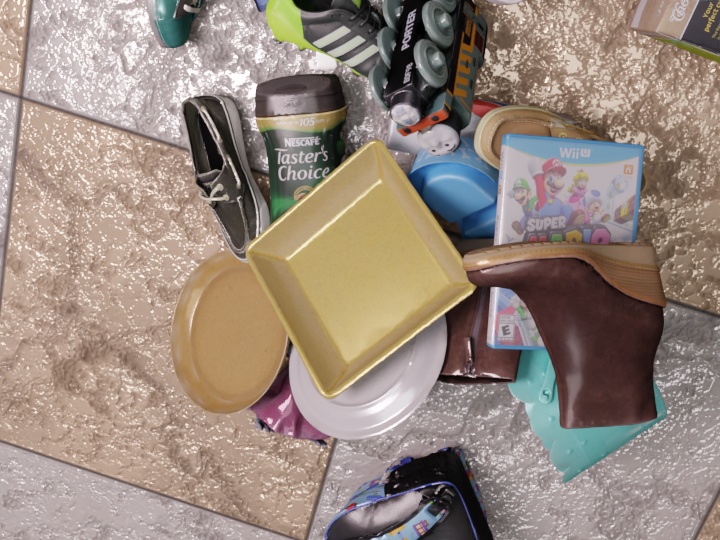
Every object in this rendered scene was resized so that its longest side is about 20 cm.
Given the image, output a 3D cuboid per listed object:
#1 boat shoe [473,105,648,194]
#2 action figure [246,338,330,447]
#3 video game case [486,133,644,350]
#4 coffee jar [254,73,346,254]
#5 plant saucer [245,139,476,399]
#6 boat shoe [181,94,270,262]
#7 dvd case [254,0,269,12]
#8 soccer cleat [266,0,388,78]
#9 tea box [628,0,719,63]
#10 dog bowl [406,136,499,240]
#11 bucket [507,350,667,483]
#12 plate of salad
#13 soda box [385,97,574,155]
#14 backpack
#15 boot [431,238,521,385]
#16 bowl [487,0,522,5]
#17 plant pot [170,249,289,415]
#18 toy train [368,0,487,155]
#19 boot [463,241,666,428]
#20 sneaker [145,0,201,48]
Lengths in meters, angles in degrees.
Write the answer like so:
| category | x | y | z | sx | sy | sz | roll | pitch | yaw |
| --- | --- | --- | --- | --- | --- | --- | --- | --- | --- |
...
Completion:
| category | x | y | z | sx | sy | sz | roll | pitch | yaw |
| --- | --- | --- | --- | --- | --- | --- | --- | --- | --- |
| boat shoe | 0.209 | -0.117 | 0.771 | 0.197 | 0.066 | 0.075 | 8 | 107 | -24 |
| action figure | -0.057 | 0.113 | 0.964 | 0.133 | 0.148 | 0.203 | 11 | 98 | -38 |
| video game case | 0.197 | -0.024 | 0.732 | 0.141 | 0.018 | 0.203 | 3 | 94 | -10 |
| coffee jar | -0.061 | -0.121 | 0.874 | 0.103 | 0.085 | 0.203 | -3 | 108 | 11 |
| plant saucer | 0.000 | 0.000 | 0.802 | 0.199 | 0.048 | 0.201 | -38 | 67 | 14 |
| boat shoe | -0.164 | -0.103 | 0.887 | 0.070 | 0.063 | 0.203 | -14 | 95 | 33 |
| dvd case | -0.044 | -0.376 | 0.791 | 0.198 | 0.018 | 0.144 | -20 | 118 | 7 |
| soccer cleat | -0.003 | -0.257 | 0.810 | 0.197 | 0.068 | 0.081 | 17 | 142 | -10 |
| tea box | 0.397 | -0.294 | 0.722 | 0.194 | 0.134 | 0.202 | 21 | 110 | 0 |
| dog bowl | 0.133 | -0.074 | 0.839 | 0.199 | 0.050 | 0.111 | 35 | 142 | -28 |
| bucket | 0.234 | 0.117 | 0.853 | 0.134 | 0.207 | 0.209 | -30 | 102 | 6 |
| plate of salad | 0.008 | 0.089 | 0.840 | 0.198 | 0.202 | 0.048 | -28 | 143 | 16 |
| soda box | 0.130 | -0.155 | 0.845 | 0.197 | 0.064 | 0.069 | 12 | 109 | 4 |
| backpack | 0.061 | 0.342 | 0.986 | 0.198 | 0.135 | 0.184 | -22 | 105 | 14 |
| boot | 0.170 | 0.038 | 0.789 | 0.198 | 0.168 | 0.072 | -8 | 148 | 32 |
| bowl | 0.130 | -0.383 | 0.748 | 0.199 | 0.075 | 0.201 | 37 | 95 | -7 |
| plant pot | -0.157 | 0.075 | 0.936 | 0.198 | 0.027 | 0.203 | -7 | 78 | 34 |
| toy train | 0.074 | -0.211 | 0.762 | 0.085 | 0.202 | 0.114 | -19 | 137 | 38 |
| boot | 0.186 | 0.059 | 0.682 | 0.197 | 0.072 | 0.169 | 0 | 92 | -15 |
| sneaker | -0.181 | -0.341 | 0.824 | 0.079 | 0.071 | 0.203 | 13 | 109 | 8 |
